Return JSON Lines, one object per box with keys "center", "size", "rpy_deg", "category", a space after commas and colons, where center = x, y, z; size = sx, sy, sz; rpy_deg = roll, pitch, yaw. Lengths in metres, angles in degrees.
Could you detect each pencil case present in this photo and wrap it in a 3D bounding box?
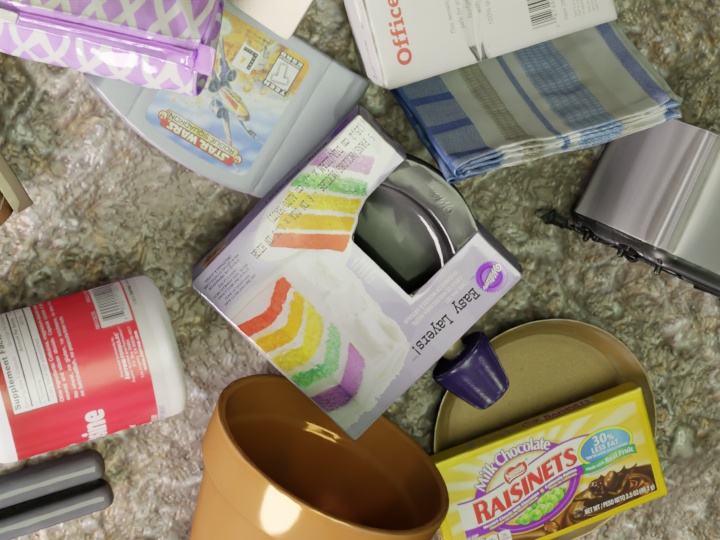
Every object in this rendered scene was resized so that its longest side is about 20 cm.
{"center": [-0.199, -0.185, 1.521], "size": [0.199, 0.086, 0.084], "rpy_deg": [11, 98, -1], "category": "pencil case"}

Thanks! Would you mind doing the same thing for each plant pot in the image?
{"center": [0.153, 0.135, 1.748], "size": [0.199, 0.027, 0.201], "rpy_deg": [-4, 103, -15], "category": "plant pot"}
{"center": [-0.048, 0.197, 1.630], "size": [0.199, 0.200, 0.140], "rpy_deg": [19, 113, -19], "category": "plant pot"}

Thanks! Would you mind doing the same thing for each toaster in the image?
{"center": [0.278, -0.043, 1.663], "size": [0.199, 0.181, 0.119], "rpy_deg": [22, 93, -20], "category": "toaster"}

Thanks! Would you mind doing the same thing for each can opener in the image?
{"center": [-0.290, 0.196, 1.618], "size": [0.199, 0.067, 0.054], "rpy_deg": [-17, 107, -11], "category": "can opener"}

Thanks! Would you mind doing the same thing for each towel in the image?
{"center": [0.134, -0.140, 1.619], "size": [0.199, 0.147, 0.024], "rpy_deg": [-17, 134, -13], "category": "towel"}

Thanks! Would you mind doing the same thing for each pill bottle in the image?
{"center": [-0.241, 0.081, 1.581], "size": [0.199, 0.112, 0.113], "rpy_deg": [-16, 106, -11], "category": "pill bottle"}

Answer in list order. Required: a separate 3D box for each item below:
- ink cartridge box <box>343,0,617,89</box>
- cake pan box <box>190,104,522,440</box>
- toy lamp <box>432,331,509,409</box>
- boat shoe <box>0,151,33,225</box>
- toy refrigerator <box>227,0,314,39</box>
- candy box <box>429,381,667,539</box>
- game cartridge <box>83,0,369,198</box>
{"center": [0.083, -0.241, 1.610], "size": [0.199, 0.084, 0.147], "rpy_deg": [-17, 106, -10], "category": "ink cartridge box"}
{"center": [0.000, 0.000, 1.604], "size": [0.200, 0.052, 0.184], "rpy_deg": [-43, 102, 10], "category": "cake pan box"}
{"center": [0.043, 0.031, 1.664], "size": [0.058, 0.058, 0.200], "rpy_deg": [-45, 101, -2], "category": "toy lamp"}
{"center": [-0.322, -0.111, 1.535], "size": [0.068, 0.072, 0.200], "rpy_deg": [-34, 109, -7], "category": "boat shoe"}
{"center": [-0.111, -0.261, 1.521], "size": [0.200, 0.076, 0.070], "rpy_deg": [33, 136, -3], "category": "toy refrigerator"}
{"center": [0.153, 0.173, 1.730], "size": [0.199, 0.026, 0.103], "rpy_deg": [-20, 104, -10], "category": "candy box"}
{"center": [-0.106, -0.141, 1.608], "size": [0.199, 0.042, 0.134], "rpy_deg": [30, 89, -20], "category": "game cartridge"}
